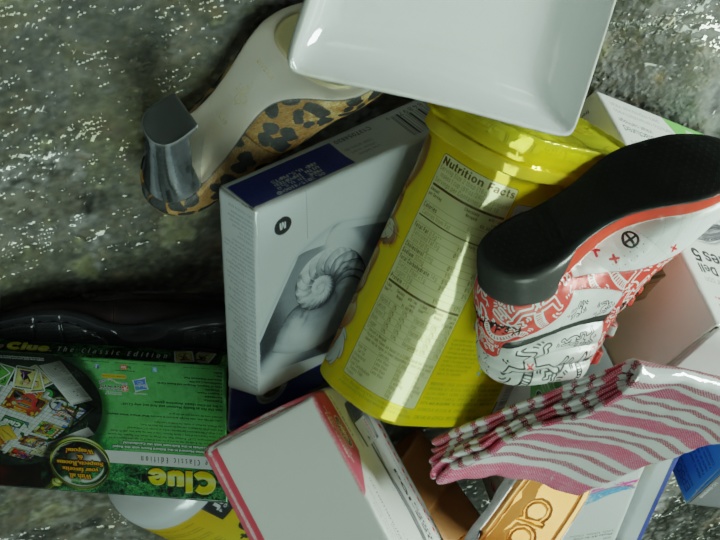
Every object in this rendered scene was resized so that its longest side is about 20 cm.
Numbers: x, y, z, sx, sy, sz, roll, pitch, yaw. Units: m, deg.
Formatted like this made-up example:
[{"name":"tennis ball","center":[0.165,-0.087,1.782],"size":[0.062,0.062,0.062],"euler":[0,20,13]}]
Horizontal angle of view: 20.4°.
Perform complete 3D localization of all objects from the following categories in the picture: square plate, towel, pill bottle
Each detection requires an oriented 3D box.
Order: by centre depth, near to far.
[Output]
[{"name":"square plate","center":[0.065,-0.189,1.114],"size":[0.198,0.028,0.201],"euler":[10,103,-32]},{"name":"towel","center":[0.155,0.103,1.241],"size":[0.146,0.030,0.200],"euler":[11,155,-36]},{"name":"pill bottle","center":[-0.114,0.144,1.445],"size":[0.112,0.112,0.200],"euler":[-34,140,19]}]

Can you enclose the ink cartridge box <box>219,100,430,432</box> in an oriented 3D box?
[{"name":"ink cartridge box","center":[0.000,0.000,1.280],"size":[0.199,0.041,0.201],"euler":[-27,136,-31]}]

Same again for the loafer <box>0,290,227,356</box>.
[{"name":"loafer","center":[-0.158,0.046,1.347],"size":[0.199,0.063,0.072],"euler":[-1,118,3]}]

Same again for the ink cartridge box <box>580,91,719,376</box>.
[{"name":"ink cartridge box","center":[0.209,-0.004,1.316],"size":[0.145,0.200,0.084],"euler":[15,132,-43]}]

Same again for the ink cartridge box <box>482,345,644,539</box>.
[{"name":"ink cartridge box","center":[0.148,0.105,1.477],"size":[0.087,0.146,0.200],"euler":[-7,141,-13]}]

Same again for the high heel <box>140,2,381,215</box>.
[{"name":"high heel","center":[-0.046,-0.101,1.234],"size":[0.199,0.072,0.143],"euler":[-24,166,-12]}]

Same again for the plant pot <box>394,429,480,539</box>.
[{"name":"plant pot","center":[0.029,0.242,1.521],"size":[0.140,0.200,0.200],"euler":[42,123,-1]}]

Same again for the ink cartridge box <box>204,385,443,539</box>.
[{"name":"ink cartridge box","center":[-0.017,0.155,1.320],"size":[0.085,0.146,0.200],"euler":[-28,176,5]}]

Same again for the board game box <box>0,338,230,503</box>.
[{"name":"board game box","center":[-0.184,0.098,1.323],"size":[0.199,0.023,0.105],"euler":[4,112,4]}]

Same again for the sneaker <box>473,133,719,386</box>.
[{"name":"sneaker","center":[0.150,-0.004,1.210],"size":[0.201,0.067,0.108],"euler":[-27,139,-27]}]

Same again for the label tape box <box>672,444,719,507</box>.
[{"name":"label tape box","center":[0.321,0.119,1.566],"size":[0.199,0.145,0.063],"euler":[11,134,-32]}]

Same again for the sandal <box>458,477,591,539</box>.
[{"name":"sandal","center":[0.103,0.209,1.389],"size":[0.079,0.059,0.207],"euler":[19,115,-16]}]

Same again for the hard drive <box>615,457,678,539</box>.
[{"name":"hard drive","center":[0.196,0.139,1.550],"size":[0.025,0.132,0.200],"euler":[-5,141,-15]}]

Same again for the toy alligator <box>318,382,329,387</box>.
[{"name":"toy alligator","center":[0.006,0.025,1.391],"size":[0.199,0.059,0.054],"euler":[-23,142,-13]}]

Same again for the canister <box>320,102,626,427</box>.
[{"name":"canister","center":[0.071,-0.005,1.247],"size":[0.148,0.086,0.201],"euler":[6,115,-50]}]
